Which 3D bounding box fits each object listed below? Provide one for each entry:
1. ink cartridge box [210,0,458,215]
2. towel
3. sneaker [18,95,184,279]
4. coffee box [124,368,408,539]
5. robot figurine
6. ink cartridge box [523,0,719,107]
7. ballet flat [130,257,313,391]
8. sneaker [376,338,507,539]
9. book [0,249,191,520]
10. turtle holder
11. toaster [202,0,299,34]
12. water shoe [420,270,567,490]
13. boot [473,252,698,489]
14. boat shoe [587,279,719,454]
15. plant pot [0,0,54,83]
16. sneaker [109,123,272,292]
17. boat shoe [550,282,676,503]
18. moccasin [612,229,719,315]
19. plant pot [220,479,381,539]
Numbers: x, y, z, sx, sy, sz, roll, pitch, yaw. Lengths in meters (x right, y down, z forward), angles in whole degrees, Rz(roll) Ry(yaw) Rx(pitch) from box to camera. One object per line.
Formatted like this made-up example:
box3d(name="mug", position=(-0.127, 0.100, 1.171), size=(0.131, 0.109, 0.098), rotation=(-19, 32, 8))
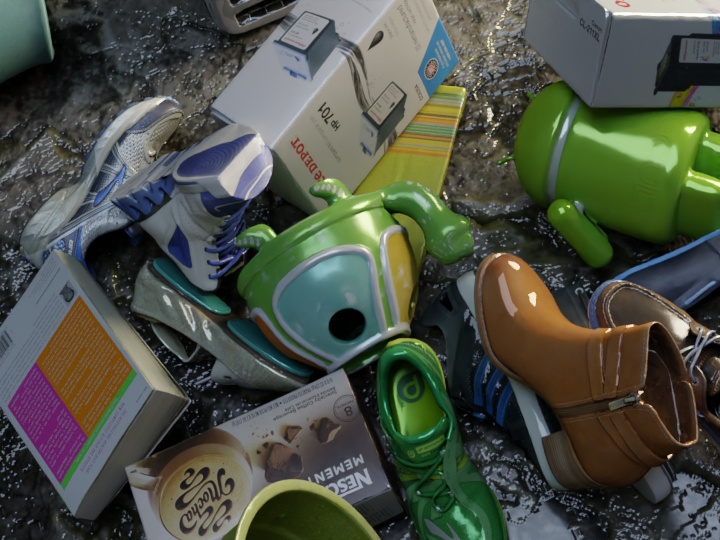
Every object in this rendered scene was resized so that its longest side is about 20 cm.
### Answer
box3d(name="ink cartridge box", position=(-0.019, -0.164, 1.331), size=(0.085, 0.147, 0.201), rotation=(33, 80, 29))
box3d(name="towel", position=(0.035, -0.079, 1.367), size=(0.085, 0.018, 0.202), rotation=(7, 67, 21))
box3d(name="sneaker", position=(-0.217, -0.067, 1.388), size=(0.085, 0.077, 0.201), rotation=(36, 83, 14))
box3d(name="coffee box", position=(-0.075, 0.179, 1.227), size=(0.198, 0.080, 0.114), rotation=(-24, 62, 1))
box3d(name="robot figurine", position=(0.218, -0.094, 1.279), size=(0.198, 0.116, 0.177), rotation=(19, 63, 19))
box3d(name="ink cartridge box", position=(0.255, -0.203, 1.272), size=(0.197, 0.084, 0.146), rotation=(-2, 32, -20))
box3d(name="ballet flat", position=(-0.122, 0.063, 1.314), size=(0.199, 0.067, 0.063), rotation=(36, 105, 27))
box3d(name="sneaker", position=(0.054, 0.151, 1.201), size=(0.073, 0.084, 0.202), rotation=(-25, 79, 11))
box3d(name="book", position=(-0.244, 0.094, 1.285), size=(0.134, 0.048, 0.200), rotation=(-52, 53, 11))
box3d(name="turtle holder", position=(-0.005, 0.005, 1.266), size=(0.184, 0.141, 0.133), rotation=(-24, 74, -19))
box3d(name="toaster", position=(-0.101, -0.317, 1.454), size=(0.198, 0.114, 0.130), rotation=(-23, 65, -2))
box3d(name="water shoe", position=(0.117, 0.099, 1.247), size=(0.079, 0.071, 0.202), rotation=(-36, 61, 25))
box3d(name="boot", position=(0.169, 0.059, 1.122), size=(0.073, 0.155, 0.202), rotation=(-23, 83, -29))
box3d(name="boat shoe", position=(0.265, 0.075, 1.173), size=(0.199, 0.072, 0.072), rotation=(39, 73, -2))
box3d(name="plant pot", position=(-0.395, -0.251, 1.447), size=(0.185, 0.201, 0.202), rotation=(-11, 62, -12))
box3d(name="sneaker", position=(-0.122, -0.048, 1.288), size=(0.198, 0.116, 0.081), rotation=(-10, 32, 54))
box3d(name="boat shoe", position=(0.201, 0.092, 1.222), size=(0.056, 0.069, 0.201), rotation=(-29, 60, -4))
box3d(name="moccasin", position=(0.299, 0.009, 1.244), size=(0.198, 0.080, 0.069), rotation=(-26, 69, 11))
box3d(name="plant pot", position=(-0.087, 0.285, 1.114), size=(0.189, 0.199, 0.202), rotation=(-31, 58, 29))
